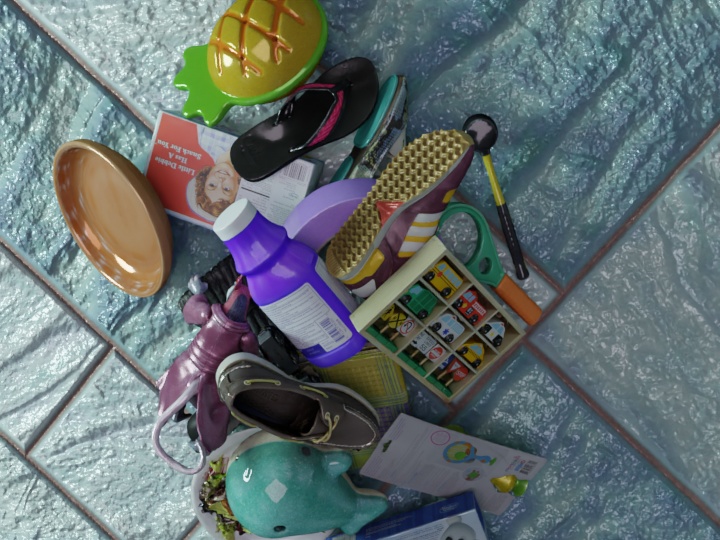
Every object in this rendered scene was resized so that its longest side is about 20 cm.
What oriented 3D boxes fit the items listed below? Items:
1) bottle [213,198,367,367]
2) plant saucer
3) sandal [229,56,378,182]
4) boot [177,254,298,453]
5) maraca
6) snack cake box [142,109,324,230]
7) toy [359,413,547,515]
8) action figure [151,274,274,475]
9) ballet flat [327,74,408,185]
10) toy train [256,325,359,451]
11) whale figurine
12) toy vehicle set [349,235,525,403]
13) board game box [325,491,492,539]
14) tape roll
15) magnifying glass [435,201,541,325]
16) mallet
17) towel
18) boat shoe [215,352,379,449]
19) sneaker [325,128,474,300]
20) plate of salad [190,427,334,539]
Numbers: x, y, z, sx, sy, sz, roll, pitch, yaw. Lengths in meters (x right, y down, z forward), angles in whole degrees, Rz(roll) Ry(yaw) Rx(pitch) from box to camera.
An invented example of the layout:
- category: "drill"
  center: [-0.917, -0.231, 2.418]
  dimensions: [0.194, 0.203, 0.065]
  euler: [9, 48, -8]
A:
- category: "bottle"
  center: [-0.073, 0.013, 0.861]
  dimensions: [0.083, 0.066, 0.201]
  euler: [-25, 119, 28]
- category: "plant saucer"
  center: [-0.289, -0.064, 0.976]
  dimensions: [0.198, 0.037, 0.203]
  euler: [26, 133, 30]
- category: "sandal"
  center: [-0.059, -0.170, 0.922]
  dimensions: [0.199, 0.045, 0.076]
  euler: [-36, 80, -6]
- category: "boot"
  center: [-0.177, 0.102, 1.010]
  dimensions: [0.158, 0.079, 0.211]
  euler: [44, 96, -3]
- category: "maraca"
  center: [-0.126, -0.245, 0.940]
  dimensions: [0.198, 0.107, 0.139]
  euler: [-28, 62, 11]
- category: "snack cake box"
  center: [-0.155, -0.105, 0.985]
  dimensions: [0.197, 0.067, 0.117]
  euler: [20, 102, 4]
- category: "toy"
  center: [0.110, 0.223, 0.990]
  dimensions: [0.197, 0.048, 0.116]
  euler: [22, 124, -13]
- category: "action figure"
  center: [-0.170, 0.092, 0.902]
  dimensions: [0.132, 0.149, 0.202]
  euler: [28, 110, 5]
- category: "ballet flat"
  center: [0.015, -0.130, 0.969]
  dimensions: [0.074, 0.074, 0.202]
  euler: [32, 102, 2]
- category: "toy train"
  center: [-0.053, 0.134, 0.919]
  dimensions: [0.034, 0.046, 0.201]
  euler: [-35, 119, 2]
- category: "whale figurine"
  center: [-0.061, 0.264, 0.940]
  dimensions: [0.199, 0.105, 0.159]
  euler: [33, 120, -25]
- category: "toy vehicle set"
  center: [0.089, 0.060, 0.901]
  dimensions: [0.124, 0.027, 0.200]
  euler: [-43, 134, 6]
- category: "board game box"
  center: [0.081, 0.393, 1.018]
  dimensions: [0.197, 0.043, 0.202]
  euler: [-19, 106, 10]
- category: "tape roll"
  center: [0.000, 0.000, 0.944]
  dimensions: [0.196, 0.066, 0.203]
  euler: [-4, 117, -8]
- category: "magnifying glass"
  center: [0.144, -0.001, 0.937]
  dimensions: [0.200, 0.022, 0.080]
  euler: [41, 78, -32]
- category: "mallet"
  center: [0.162, -0.089, 0.968]
  dimensions: [0.040, 0.066, 0.203]
  euler: [-17, 110, 10]
- category: "towel"
  center: [-0.008, 0.164, 0.982]
  dimensions: [0.141, 0.023, 0.202]
  euler: [-10, 127, 10]
- category: "boat shoe"
  center: [-0.059, 0.150, 0.863]
  dimensions: [0.198, 0.060, 0.072]
  euler: [28, 104, -26]
- category: "sneaker"
  center: [0.054, -0.056, 0.860]
  dimensions: [0.200, 0.075, 0.090]
  euler: [-46, 133, 10]
- category: "plate of salad"
  center: [-0.113, 0.285, 1.022]
  dimensions: [0.196, 0.048, 0.204]
  euler: [-1, 115, -2]
